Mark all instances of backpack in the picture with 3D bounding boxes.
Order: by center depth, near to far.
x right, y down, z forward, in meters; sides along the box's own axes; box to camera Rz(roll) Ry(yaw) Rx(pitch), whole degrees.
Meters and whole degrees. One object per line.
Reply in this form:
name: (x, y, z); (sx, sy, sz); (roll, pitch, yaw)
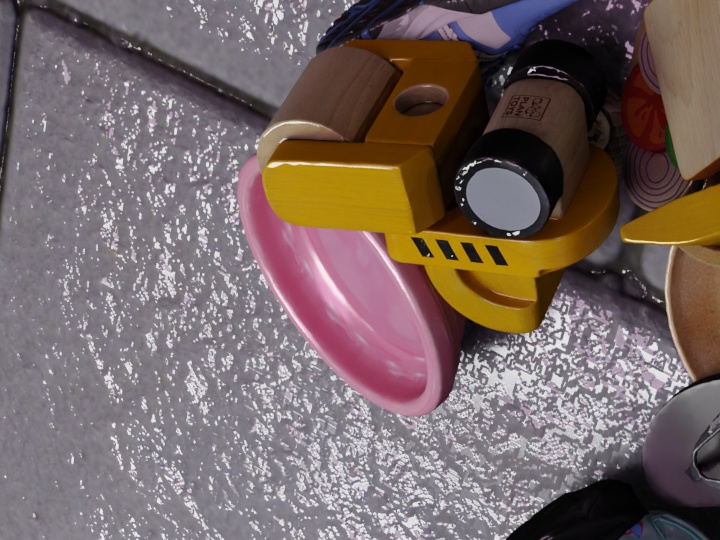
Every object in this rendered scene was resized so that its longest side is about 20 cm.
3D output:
backpack: (0.181, 0.229, 1.202); (0.200, 0.127, 0.167); (51, 171, 4)

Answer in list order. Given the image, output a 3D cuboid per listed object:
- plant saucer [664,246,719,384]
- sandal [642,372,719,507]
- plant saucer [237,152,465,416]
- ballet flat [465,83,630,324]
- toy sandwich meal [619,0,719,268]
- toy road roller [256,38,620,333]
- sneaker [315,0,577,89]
plant saucer: (0.273, 0.021, 1.113); (0.200, 0.035, 0.201); (15, 119, 29)
sandal: (0.239, 0.091, 1.118); (0.200, 0.043, 0.076); (-26, 95, 41)
plant saucer: (0.000, 0.000, 1.252); (0.201, 0.051, 0.201); (43, 154, 27)
ballet flat: (0.104, -0.036, 1.202); (0.067, 0.046, 0.200); (43, 129, 11)
toy sandwich meal: (0.188, -0.094, 1.047); (0.205, 0.070, 0.206); (8, 99, 62)
toy road roller: (0.051, -0.045, 1.129); (0.200, 0.123, 0.146); (7, 132, 22)
sneaker: (0.069, -0.148, 1.171); (0.200, 0.076, 0.077); (-17, 121, 41)
